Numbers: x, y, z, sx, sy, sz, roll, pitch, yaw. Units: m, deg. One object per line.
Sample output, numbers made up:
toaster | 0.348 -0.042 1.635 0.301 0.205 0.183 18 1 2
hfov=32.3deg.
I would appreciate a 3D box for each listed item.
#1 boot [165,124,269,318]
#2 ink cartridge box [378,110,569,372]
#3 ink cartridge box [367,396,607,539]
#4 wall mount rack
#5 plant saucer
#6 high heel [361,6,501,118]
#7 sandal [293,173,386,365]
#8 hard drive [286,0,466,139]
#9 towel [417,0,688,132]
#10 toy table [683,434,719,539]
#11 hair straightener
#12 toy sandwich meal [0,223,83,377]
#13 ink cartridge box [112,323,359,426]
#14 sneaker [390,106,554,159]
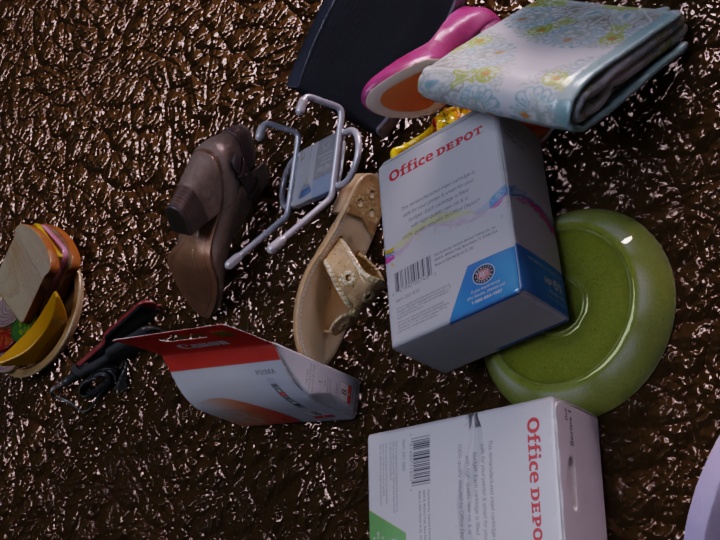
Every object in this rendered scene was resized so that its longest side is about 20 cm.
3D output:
boot | -0.153 -0.060 1.399 0.070 0.200 0.146 22 52 21
ink cartridge box | 0.099 -0.029 1.135 0.144 0.085 0.200 -27 54 34
ink cartridge box | 0.107 0.202 1.073 0.200 0.084 0.146 -16 63 35
wall mount rack | -0.075 -0.086 1.312 0.200 0.074 0.174 -17 62 62
plant saucer | 0.183 0.035 1.112 0.200 0.031 0.200 -16 63 35
high heel | 0.065 -0.212 1.223 0.200 0.067 0.096 -28 50 -24
sandal | -0.004 -0.002 1.258 0.070 0.078 0.212 2 69 43
hard drive | 0.021 -0.250 1.297 0.200 0.135 0.042 -60 6 12
towel | 0.178 -0.189 1.122 0.171 0.048 0.200 16 40 43
toy table | 0.317 0.168 0.855 0.117 0.184 0.200 27 104 59
hair straightener | -0.308 0.115 1.497 0.200 0.041 0.077 -33 54 27
toy sandwich meal | -0.435 0.040 1.618 0.205 0.070 0.206 -17 63 36
ink cartridge box | -0.122 0.108 1.230 0.162 0.200 0.050 -9 68 39
sneaker | 0.117 -0.136 1.207 0.200 0.077 0.073 -35 52 24
